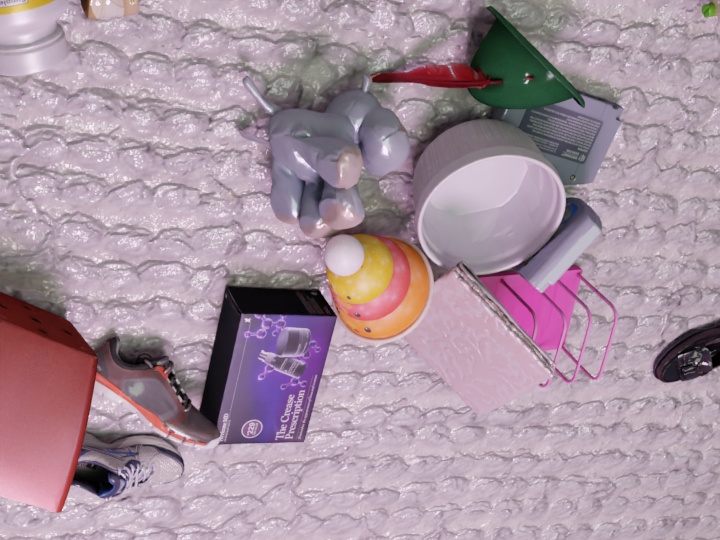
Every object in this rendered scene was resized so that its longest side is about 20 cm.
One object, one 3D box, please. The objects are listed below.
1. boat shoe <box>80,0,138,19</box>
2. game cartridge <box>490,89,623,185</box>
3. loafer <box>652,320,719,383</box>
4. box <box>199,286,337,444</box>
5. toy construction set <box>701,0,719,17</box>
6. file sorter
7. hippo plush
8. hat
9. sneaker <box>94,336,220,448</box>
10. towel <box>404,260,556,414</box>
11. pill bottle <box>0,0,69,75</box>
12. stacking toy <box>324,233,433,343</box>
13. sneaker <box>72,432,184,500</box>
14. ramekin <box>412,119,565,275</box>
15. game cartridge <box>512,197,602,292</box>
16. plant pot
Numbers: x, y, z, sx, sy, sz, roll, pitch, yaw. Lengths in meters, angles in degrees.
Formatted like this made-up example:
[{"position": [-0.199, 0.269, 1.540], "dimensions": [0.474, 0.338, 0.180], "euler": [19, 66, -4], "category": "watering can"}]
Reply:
[{"position": [-0.249, -0.360, 1.113], "dimensions": [0.068, 0.074, 0.202], "euler": [-3, 128, -27], "category": "boat shoe"}, {"position": [0.261, -0.190, 1.478], "dimensions": [0.197, 0.042, 0.135], "euler": [12, 116, -31], "category": "game cartridge"}, {"position": [0.588, 0.137, 1.805], "dimensions": [0.198, 0.063, 0.073], "euler": [-26, 125, -11], "category": "loafer"}, {"position": [-0.127, 0.129, 1.443], "dimensions": [0.139, 0.079, 0.203], "euler": [3, 116, -25], "category": "box"}, {"position": [0.508, -0.410, 1.414], "dimensions": [0.091, 0.131, 0.203], "euler": [-5, 119, -24], "category": "toy construction set"}, {"position": [0.258, 0.090, 1.578], "dimensions": [0.197, 0.126, 0.141], "euler": [-4, 119, -24], "category": "file sorter"}, {"position": [-0.032, -0.144, 1.311], "dimensions": [0.160, 0.199, 0.161], "euler": [-32, 151, -38], "category": "hippo plush"}, {"position": [0.154, -0.215, 1.350], "dimensions": [0.176, 0.201, 0.165], "euler": [-45, 154, 12], "category": "hat"}, {"position": [-0.254, 0.155, 1.371], "dimensions": [0.199, 0.077, 0.083], "euler": [34, 88, -16], "category": "sneaker"}, {"position": [0.148, 0.097, 1.463], "dimensions": [0.200, 0.191, 0.032], "euler": [47, 53, -3], "category": "towel"}, {"position": [-0.353, -0.304, 1.064], "dimensions": [0.110, 0.111, 0.203], "euler": [-16, 124, -17], "category": "pill bottle"}, {"position": [0.000, 0.000, 1.351], "dimensions": [0.146, 0.146, 0.200], "euler": [-44, 153, 3], "category": "stacking toy"}, {"position": [-0.323, 0.269, 1.418], "dimensions": [0.197, 0.085, 0.078], "euler": [10, 113, -31], "category": "sneaker"}, {"position": [0.160, -0.102, 1.407], "dimensions": [0.196, 0.106, 0.202], "euler": [-7, 134, -7], "category": "ramekin"}, {"position": [0.265, -0.041, 1.474], "dimensions": [0.133, 0.200, 0.040], "euler": [-44, 98, 4], "category": "game cartridge"}, {"position": [-0.415, 0.133, 1.241], "dimensions": [0.199, 0.199, 0.178], "euler": [28, 91, -35], "category": "plant pot"}]
